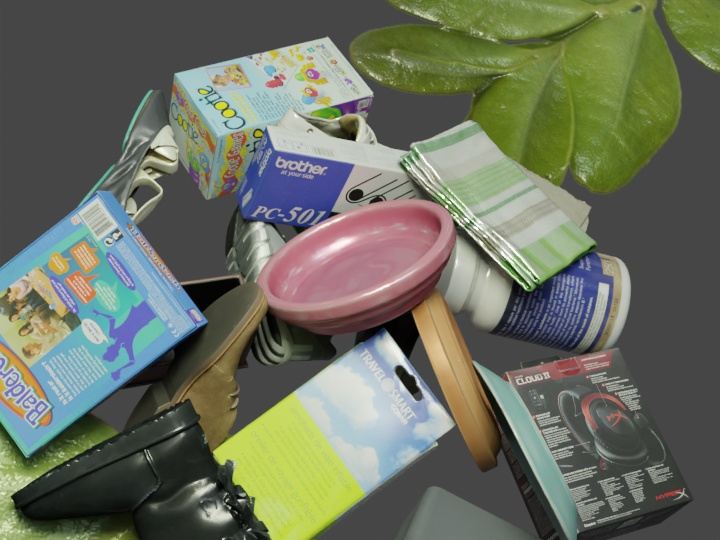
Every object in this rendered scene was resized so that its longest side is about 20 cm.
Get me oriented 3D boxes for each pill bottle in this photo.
[{"bbox_3d":[0.183,0.021,1.233,0.199,0.116,0.116,13,54,-11],"label":"pill bottle"}]

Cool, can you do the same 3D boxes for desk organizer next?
[{"bbox_3d":[-0.206,0.063,1.095,0.199,0.077,0.072,-8,60,-24],"label":"desk organizer"}]

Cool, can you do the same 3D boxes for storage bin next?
[{"bbox_3d":[0.105,0.291,1.022,0.200,0.146,0.134,26,43,-1],"label":"storage bin"}]

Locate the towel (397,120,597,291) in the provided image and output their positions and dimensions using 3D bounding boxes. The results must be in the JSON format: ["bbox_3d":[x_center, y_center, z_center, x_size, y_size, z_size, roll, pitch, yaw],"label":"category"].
[{"bbox_3d":[0.150,-0.076,1.186,0.200,0.031,0.149,45,41,14],"label":"towel"}]

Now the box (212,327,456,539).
[{"bbox_3d":[-0.023,0.161,1.056,0.200,0.048,0.122,-36,76,-5],"label":"box"}]

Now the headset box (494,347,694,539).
[{"bbox_3d":[0.229,0.176,1.170,0.148,0.075,0.200,-10,62,-25],"label":"headset box"}]

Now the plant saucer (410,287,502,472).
[{"bbox_3d":[0.096,0.099,1.107,0.032,0.200,0.201,-24,63,5],"label":"plant saucer"}]

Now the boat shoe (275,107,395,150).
[{"bbox_3d":[-0.011,-0.137,1.235,0.200,0.069,0.071,5,35,-45],"label":"boat shoe"}]

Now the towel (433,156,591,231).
[{"bbox_3d":[0.178,-0.080,1.338,0.200,0.035,0.133,32,44,0],"label":"towel"}]

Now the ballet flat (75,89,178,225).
[{"bbox_3d":[-0.236,-0.106,1.204,0.073,0.073,0.200,24,59,-2],"label":"ballet flat"}]

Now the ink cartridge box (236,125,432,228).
[{"bbox_3d":[-0.021,-0.088,1.184,0.199,0.094,0.044,7,41,-28],"label":"ink cartridge box"}]

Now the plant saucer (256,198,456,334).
[{"bbox_3d":[0.000,0.000,1.085,0.200,0.200,0.051,-40,120,-35],"label":"plant saucer"}]

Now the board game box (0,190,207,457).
[{"bbox_3d":[-0.263,0.048,1.015,0.200,0.045,0.152,-36,90,5],"label":"board game box"}]

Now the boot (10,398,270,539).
[{"bbox_3d":[-0.189,0.222,0.988,0.198,0.073,0.163,-26,92,4],"label":"boot"}]

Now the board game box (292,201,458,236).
[{"bbox_3d":[0.011,-0.055,1.268,0.200,0.030,0.096,-19,65,-38],"label":"board game box"}]

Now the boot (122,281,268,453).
[{"bbox_3d":[-0.137,0.099,1.043,0.075,0.200,0.074,32,13,-25],"label":"boot"}]

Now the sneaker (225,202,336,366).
[{"bbox_3d":[-0.071,0.016,1.188,0.115,0.075,0.200,6,54,-32],"label":"sneaker"}]

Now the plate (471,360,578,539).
[{"bbox_3d":[0.158,0.168,1.035,0.026,0.200,0.201,-27,66,0],"label":"plate"}]

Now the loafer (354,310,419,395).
[{"bbox_3d":[0.029,0.110,1.150,0.072,0.073,0.200,20,55,-11],"label":"loafer"}]

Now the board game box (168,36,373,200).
[{"bbox_3d":[-0.103,-0.173,1.267,0.200,0.103,0.105,-20,59,-29],"label":"board game box"}]
